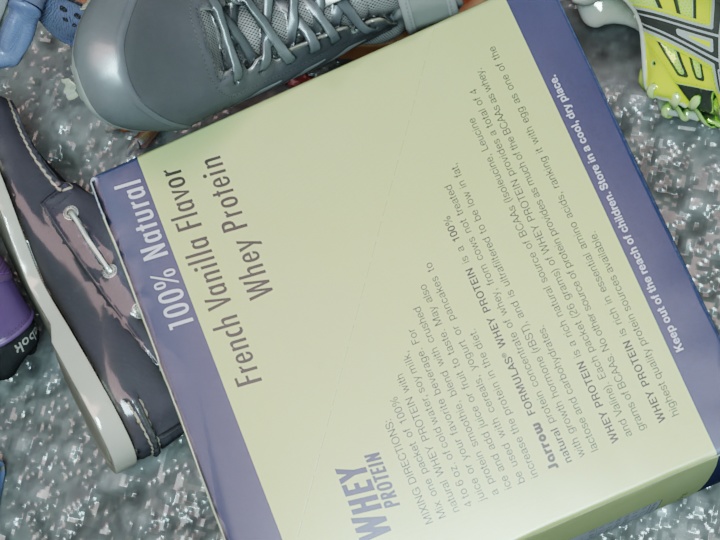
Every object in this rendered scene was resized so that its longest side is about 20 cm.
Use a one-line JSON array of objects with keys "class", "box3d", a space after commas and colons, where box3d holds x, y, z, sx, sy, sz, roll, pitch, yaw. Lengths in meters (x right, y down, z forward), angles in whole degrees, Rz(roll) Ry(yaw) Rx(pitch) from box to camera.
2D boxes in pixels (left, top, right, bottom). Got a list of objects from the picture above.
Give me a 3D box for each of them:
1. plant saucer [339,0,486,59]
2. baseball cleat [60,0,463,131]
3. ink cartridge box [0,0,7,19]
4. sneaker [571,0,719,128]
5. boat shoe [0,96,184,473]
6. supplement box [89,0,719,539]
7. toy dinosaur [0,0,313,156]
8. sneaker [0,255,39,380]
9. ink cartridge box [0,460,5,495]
[{"class": "plant saucer", "box3d": [-0.011, -0.192, 0.780, 0.198, 0.032, 0.203, 3, 70, -7]}, {"class": "baseball cleat", "box3d": [-0.026, -0.110, 0.640, 0.106, 0.200, 0.070, -6, 110, 35]}, {"class": "ink cartridge box", "box3d": [-0.266, -0.143, 0.832, 0.143, 0.084, 0.202, 14, 78, 18]}, {"class": "sneaker", "box3d": [0.171, -0.084, 0.717, 0.076, 0.075, 0.201, -40, 58, 8]}, {"class": "boat shoe", "box3d": [-0.131, -0.003, 0.774, 0.062, 0.073, 0.201, -23, 71, -14]}, {"class": "supplement box", "box3d": [0.027, 0.027, 0.666, 0.198, 0.134, 0.202, -24, 74, 1]}, {"class": "toy dinosaur", "box3d": [-0.133, -0.143, 0.742, 0.198, 0.182, 0.106, -13, 61, 3]}, {"class": "sneaker", "box3d": [-0.242, 0.045, 0.777, 0.198, 0.076, 0.088, -19, 114, 30]}, {"class": "ink cartridge box", "box3d": [-0.284, 0.101, 0.737, 0.198, 0.137, 0.077, 2, 71, 14]}]
